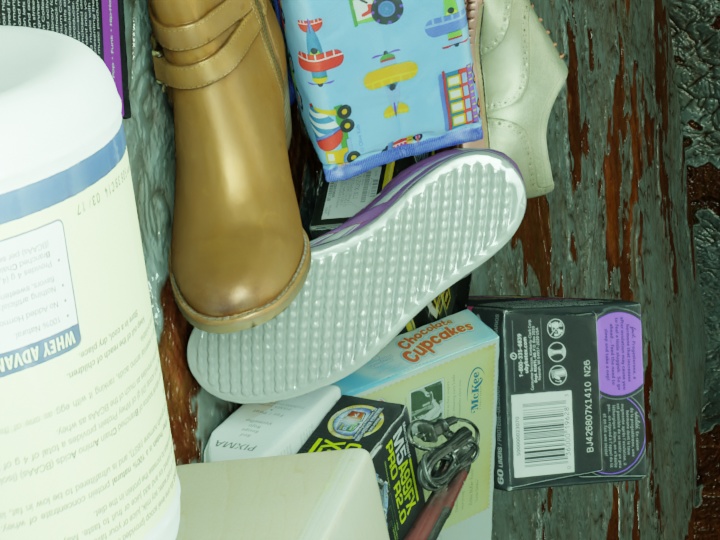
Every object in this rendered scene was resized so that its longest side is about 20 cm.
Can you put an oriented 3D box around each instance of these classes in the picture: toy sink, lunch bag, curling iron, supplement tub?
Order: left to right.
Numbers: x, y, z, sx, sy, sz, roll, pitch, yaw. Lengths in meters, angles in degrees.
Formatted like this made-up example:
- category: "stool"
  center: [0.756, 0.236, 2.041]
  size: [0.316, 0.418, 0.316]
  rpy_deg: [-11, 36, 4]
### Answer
- category: "supplement tub"
  center: [-0.134, 0.036, 0.659]
  size: [0.145, 0.145, 0.200]
  rpy_deg: [-58, 144, -65]
- category: "toy sink"
  center: [-0.042, 0.203, 0.992]
  size: [0.130, 0.112, 0.200]
  rpy_deg: [-59, 139, -65]
- category: "lunch bag"
  center: [-0.016, -0.164, 1.176]
  size: [0.200, 0.094, 0.151]
  rpy_deg: [-125, -158, -59]
- category: "curling iron"
  center: [0.013, 0.158, 1.125]
  size: [0.050, 0.026, 0.200]
  rpy_deg: [47, 57, -30]

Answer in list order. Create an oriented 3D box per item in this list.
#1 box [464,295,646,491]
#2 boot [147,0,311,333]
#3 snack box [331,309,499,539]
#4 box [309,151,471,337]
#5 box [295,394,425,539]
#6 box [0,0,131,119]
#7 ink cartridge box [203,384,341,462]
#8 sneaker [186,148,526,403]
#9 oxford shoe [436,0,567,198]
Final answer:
- category: "box"
  center: [0.101, 0.079, 1.460]
  size: [0.200, 0.106, 0.122]
  rpy_deg: [-179, -93, -68]
- category: "boot"
  center: [-0.069, -0.082, 1.049]
  size: [0.200, 0.077, 0.155]
  rpy_deg: [-80, 164, -45]
- category: "snack box"
  center: [0.025, 0.130, 1.284]
  size: [0.037, 0.116, 0.200]
  rpy_deg: [41, -39, 44]
- category: "box"
  center: [0.024, -0.017, 1.312]
  size: [0.200, 0.049, 0.160]
  rpy_deg: [72, 19, -44]
- category: "box"
  center: [-0.010, 0.196, 1.161]
  size: [0.160, 0.044, 0.200]
  rpy_deg: [-51, 139, -47]
- category: "box"
  center: [-0.145, -0.134, 0.852]
  size: [0.200, 0.036, 0.143]
  rpy_deg: [-7, 95, -77]
- category: "ink cartridge box"
  center: [-0.067, 0.172, 1.147]
  size: [0.200, 0.050, 0.162]
  rpy_deg: [-38, 127, -50]
- category: "sneaker"
  center: [0.001, 0.001, 1.137]
  size: [0.073, 0.200, 0.114]
  rpy_deg: [60, 5, -10]
- category: "oxford shoe"
  center: [0.087, -0.140, 1.295]
  size: [0.071, 0.074, 0.200]
  rpy_deg: [-147, -122, -73]
